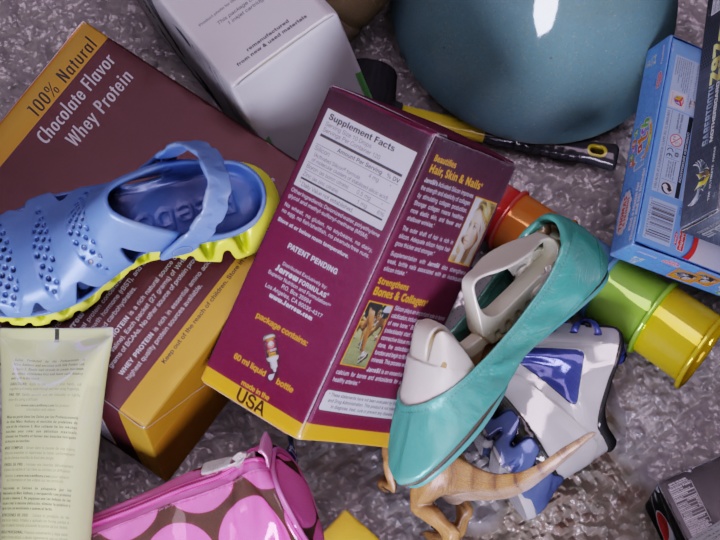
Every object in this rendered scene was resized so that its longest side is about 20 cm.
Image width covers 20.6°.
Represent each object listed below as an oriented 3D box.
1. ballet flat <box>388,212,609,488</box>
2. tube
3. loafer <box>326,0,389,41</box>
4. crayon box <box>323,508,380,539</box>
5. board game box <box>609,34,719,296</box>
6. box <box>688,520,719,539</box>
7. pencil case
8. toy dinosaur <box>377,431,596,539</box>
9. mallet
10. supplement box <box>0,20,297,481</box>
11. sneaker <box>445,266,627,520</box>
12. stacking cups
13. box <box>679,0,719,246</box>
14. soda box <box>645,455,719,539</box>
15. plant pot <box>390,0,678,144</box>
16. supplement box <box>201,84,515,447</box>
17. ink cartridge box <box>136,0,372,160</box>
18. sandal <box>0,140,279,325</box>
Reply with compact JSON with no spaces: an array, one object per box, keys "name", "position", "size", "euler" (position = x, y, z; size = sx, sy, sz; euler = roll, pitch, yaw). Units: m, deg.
[{"name":"ballet flat","position":[0.070,0.040,1.211],"size":[0.200,0.067,0.070],"euler":[-47,116,-16]},{"name":"tube","position":[-0.184,0.133,1.170],"size":[0.058,0.052,0.200],"euler":[4,82,-21]},{"name":"loafer","position":[-0.001,-0.246,1.378],"size":[0.067,0.076,0.200],"euler":[-25,51,27]},{"name":"crayon box","position":[-0.030,0.264,1.224],"size":[0.127,0.051,0.200],"euler":[41,76,15]},{"name":"board game box","position":[0.270,-0.050,1.306],"size":[0.200,0.037,0.151],"euler":[20,69,-17]},{"name":"box","position":[0.235,0.260,1.143],"size":[0.200,0.131,0.199],"euler":[-29,98,-9]},{"name":"pencil case","position":[-0.122,0.173,1.214],"size":[0.200,0.094,0.091],"euler":[-24,33,8]},{"name":"toy dinosaur","position":[0.054,0.130,1.230],"size":[0.060,0.106,0.200],"euler":[-19,25,-38]},{"name":"mallet","position":[0.076,-0.088,1.364],"size":[0.200,0.041,0.066],"euler":[18,70,3]},{"name":"supplement box","position":[-0.153,-0.012,1.284],"size":[0.200,0.133,0.197],"euler":[33,74,12]},{"name":"sneaker","position":[0.107,0.051,1.290],"size":[0.115,0.081,0.200],"euler":[-27,78,-9]},{"name":"stacking cups","position":[0.150,-0.004,1.321],"size":[0.200,0.061,0.061],"euler":[37,74,16]},{"name":"box","position":[0.295,-0.097,1.280],"size":[0.158,0.051,0.200],"euler":[17,69,-18]},{"name":"soda box","position":[0.286,0.131,1.258],"size":[0.200,0.071,0.063],"euler":[-22,72,-7]},{"name":"plant pot","position":[0.130,-0.204,1.334],"size":[0.200,0.135,0.200],"euler":[4,65,-8]},{"name":"supplement box","position":[0.000,0.000,1.212],"size":[0.086,0.110,0.200],"euler":[28,97,30]},{"name":"ink cartridge box","position":[-0.084,-0.169,1.314],"size":[0.084,0.146,0.200],"euler":[-37,59,-5]},{"name":"sandal","position":[-0.147,-0.029,1.175],"size":[0.200,0.087,0.080],"euler":[-22,73,-6]}]
